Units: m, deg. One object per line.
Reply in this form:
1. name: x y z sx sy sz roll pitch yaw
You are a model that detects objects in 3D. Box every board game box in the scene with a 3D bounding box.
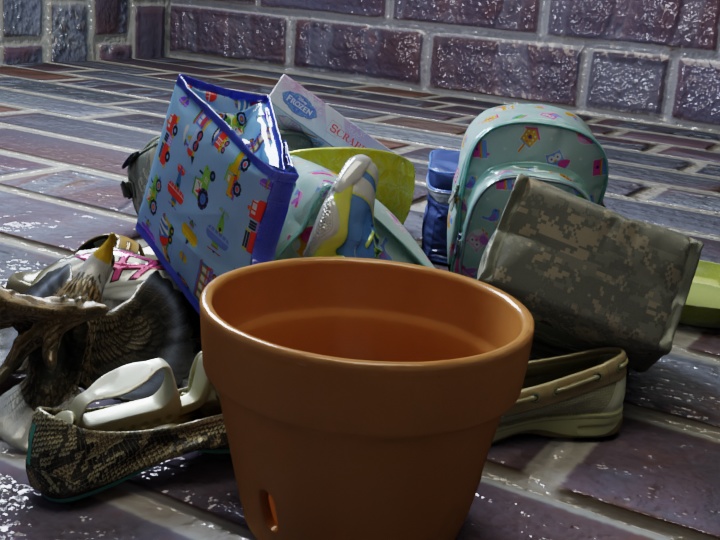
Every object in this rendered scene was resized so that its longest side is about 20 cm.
1. board game box: -0.042 -0.151 1.333 0.198 0.041 0.200 35 -13 -8

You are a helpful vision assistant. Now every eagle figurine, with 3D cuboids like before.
1. eagle figurine: -0.213 0.042 0.787 0.150 0.153 0.200 -34 -7 -7

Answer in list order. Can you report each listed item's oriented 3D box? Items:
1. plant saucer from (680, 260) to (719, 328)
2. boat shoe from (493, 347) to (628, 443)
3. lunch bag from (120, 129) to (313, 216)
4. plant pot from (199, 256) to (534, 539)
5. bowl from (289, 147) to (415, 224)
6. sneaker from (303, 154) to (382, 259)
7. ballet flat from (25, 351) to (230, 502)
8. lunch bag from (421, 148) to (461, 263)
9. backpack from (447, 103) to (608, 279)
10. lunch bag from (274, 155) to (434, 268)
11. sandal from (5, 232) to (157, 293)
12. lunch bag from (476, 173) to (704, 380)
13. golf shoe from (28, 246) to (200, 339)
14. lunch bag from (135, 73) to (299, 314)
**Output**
1. plant saucer: 0.366 0.025 1.148 0.196 0.032 0.200 5 16 -1
2. boat shoe: 0.108 0.090 0.788 0.197 0.064 0.073 2 16 -10
3. lunch bag: -0.173 -0.104 1.272 0.197 0.142 0.167 -8 10 -34
4. plant pot: 0.000 0.086 0.632 0.196 0.143 0.200 4 16 -1
5. bowl: -0.034 -0.049 1.108 0.196 0.110 0.200 -4 -12 -1
6. sneaker: 0.000 0.016 0.820 0.104 0.203 0.076 20 -4 -4
7. ballet flat: -0.124 0.093 0.689 0.198 0.077 0.067 -9 19 -39
8. lunch bag: 0.147 -0.093 1.309 0.133 0.135 0.200 5 16 2
9. backpack: 0.182 -0.074 1.130 0.173 0.204 0.153 7 16 5
10. lunch bag: 0.000 0.000 0.962 0.199 0.123 0.170 35 5 -21
11. sandal: -0.260 -0.008 1.043 0.080 0.055 0.198 18 21 40
12. lunch bag: 0.180 0.020 0.902 0.162 0.119 0.200 21 -13 7
13. golf shoe: -0.191 0.024 0.920 0.197 0.074 0.092 -1 18 -20
14. lunch bag: -0.111 -0.049 0.867 0.093 0.152 0.201 8 27 -28
